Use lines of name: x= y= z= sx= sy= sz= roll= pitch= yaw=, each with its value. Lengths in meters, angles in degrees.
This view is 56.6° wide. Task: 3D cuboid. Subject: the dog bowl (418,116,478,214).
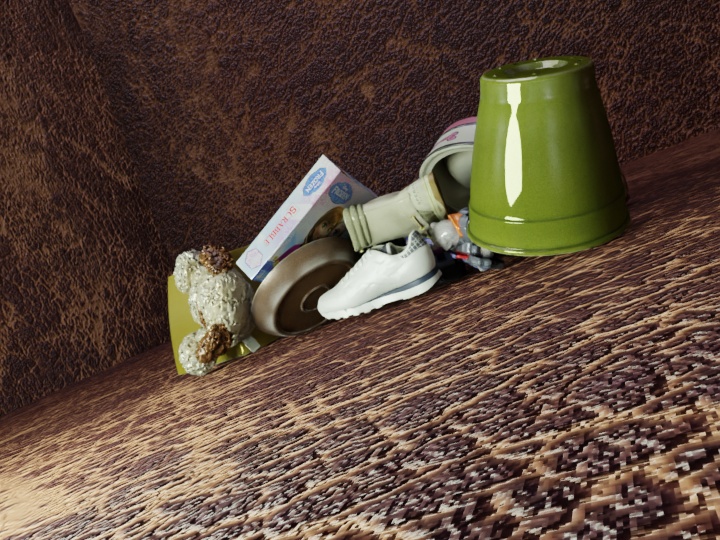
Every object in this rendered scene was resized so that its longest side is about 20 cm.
dog bowl: x=0.194 y=-0.155 z=1.034 sx=0.199 sy=0.199 sz=0.075 roll=-18 pitch=45 yaw=51

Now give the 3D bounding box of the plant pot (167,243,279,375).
plant pot: x=-0.241 y=0.060 z=1.245 sx=0.198 sy=0.178 sz=0.199 roll=-19 pitch=2 yaw=36

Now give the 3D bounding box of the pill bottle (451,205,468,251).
pill bottle: x=0.212 y=-0.124 z=1.219 sx=0.111 sy=0.113 sz=0.201 roll=-19 pitch=31 yaw=38

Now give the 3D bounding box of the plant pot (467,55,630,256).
plant pot: x=0.218 y=-0.148 z=0.804 sx=0.197 sy=0.195 sz=0.201 roll=-9 pitch=23 yaw=4

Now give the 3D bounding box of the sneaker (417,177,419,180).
sneaker: x=0.163 y=-0.105 z=1.342 sx=0.080 sy=0.201 sz=0.077 roll=-21 pitch=29 yaw=34

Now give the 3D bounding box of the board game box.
board game box: x=-0.068 y=-0.060 z=1.022 sx=0.200 sy=0.041 sz=0.200 roll=-50 pitch=-20 yaw=8

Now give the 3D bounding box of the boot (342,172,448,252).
boot: x=0.058 y=-0.072 z=1.023 sx=0.153 sy=0.073 sz=0.200 roll=-20 pitch=-18 yaw=6

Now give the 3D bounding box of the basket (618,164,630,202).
basket: x=0.314 y=-0.137 z=1.088 sx=0.198 sy=0.144 sz=0.148 roll=-20 pitch=2 yaw=35

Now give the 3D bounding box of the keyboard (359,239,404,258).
keyboard: x=-0.008 y=0.011 z=1.138 sx=0.199 sy=0.040 sz=0.104 roll=-35 pitch=-43 yaw=11

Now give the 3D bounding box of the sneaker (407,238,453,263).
sneaker: x=0.148 y=-0.039 z=1.301 sx=0.198 sy=0.075 sz=0.082 roll=-12 pitch=25 yaw=29

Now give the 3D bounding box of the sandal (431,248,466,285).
sandal: x=0.131 y=-0.013 z=1.086 sx=0.074 sy=0.049 sz=0.200 roll=-22 pitch=3 yaw=-2

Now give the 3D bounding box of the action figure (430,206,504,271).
action figure: x=0.192 y=-0.062 z=0.976 sx=0.191 sy=0.106 sz=0.200 roll=-8 pitch=8 yaw=-8

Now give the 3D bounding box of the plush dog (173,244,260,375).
plush dog: x=-0.209 y=0.055 z=1.027 sx=0.158 sy=0.203 sz=0.172 roll=-4 pitch=-8 yaw=-7

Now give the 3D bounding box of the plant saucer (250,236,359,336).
plant saucer: x=-0.076 y=0.035 z=1.035 sx=0.199 sy=0.032 sz=0.201 roll=-30 pitch=-32 yaw=-21

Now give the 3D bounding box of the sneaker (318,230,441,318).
sneaker: x=0.017 y=0.008 z=0.973 sx=0.198 sy=0.081 sz=0.077 roll=-23 pitch=16 yaw=23

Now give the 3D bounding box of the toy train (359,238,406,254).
toy train: x=0.000 y=0.000 z=1.206 sx=0.198 sy=0.115 sz=0.085 roll=-23 pitch=15 yaw=5
